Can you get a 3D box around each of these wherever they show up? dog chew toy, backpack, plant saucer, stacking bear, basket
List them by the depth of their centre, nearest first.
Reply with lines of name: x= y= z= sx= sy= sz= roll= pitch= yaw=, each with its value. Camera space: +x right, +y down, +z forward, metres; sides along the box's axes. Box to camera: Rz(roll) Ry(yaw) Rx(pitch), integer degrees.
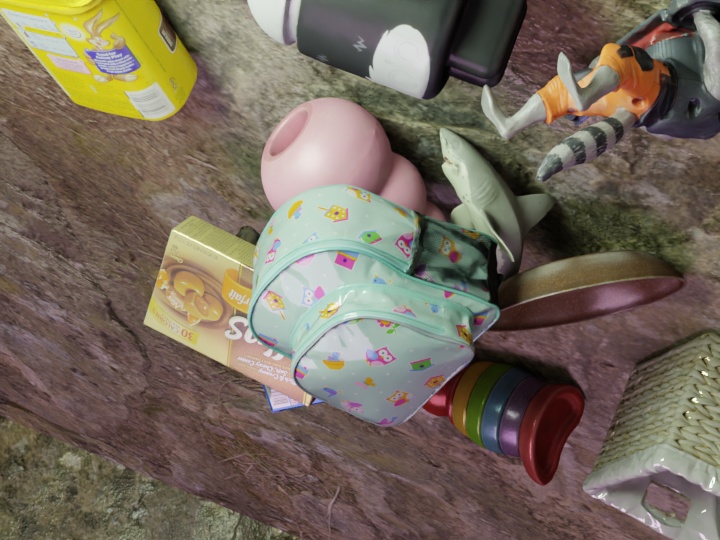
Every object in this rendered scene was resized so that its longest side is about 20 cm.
backpack: x=0.002 y=0.027 z=1.229 sx=0.198 sy=0.154 sz=0.176 roll=28 pitch=135 yaw=-16
dog chew toy: x=0.003 y=-0.066 z=1.319 sx=0.200 sy=0.125 sz=0.124 roll=40 pitch=155 yaw=-26
plant saucer: x=0.202 y=0.017 z=1.337 sx=0.198 sy=0.037 sz=0.201 roll=-11 pitch=168 yaw=-2
basket: x=0.371 y=0.187 z=1.489 sx=0.196 sy=0.162 sz=0.200 roll=26 pitch=160 yaw=-6
stacking bear: x=0.153 y=0.160 z=1.747 sx=0.198 sy=0.122 sz=0.114 roll=19 pitch=162 yaw=33

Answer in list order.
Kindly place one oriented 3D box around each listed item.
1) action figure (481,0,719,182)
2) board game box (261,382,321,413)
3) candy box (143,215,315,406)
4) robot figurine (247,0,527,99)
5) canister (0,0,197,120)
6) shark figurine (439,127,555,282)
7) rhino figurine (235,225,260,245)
action figure: x=0.184 y=-0.112 z=0.997 sx=0.191 sy=0.106 sz=0.200 roll=-7 pitch=165 yaw=-23
board game box: x=-0.025 y=0.058 z=1.506 sx=0.198 sy=0.045 sz=0.154 roll=-12 pitch=107 yaw=22
candy box: x=-0.114 y=0.041 z=1.472 sx=0.198 sy=0.055 sz=0.117 roll=25 pitch=115 yaw=9
robot figurine: x=0.017 y=-0.198 z=1.006 sx=0.198 sy=0.126 sz=0.151 roll=21 pitch=142 yaw=7
canister: x=-0.244 y=-0.224 z=1.275 sx=0.147 sy=0.087 sz=0.200 roll=14 pitch=159 yaw=24
shark figurine: x=0.140 y=-0.037 z=1.331 sx=0.128 sy=0.089 sz=0.215 roll=51 pitch=167 yaw=35
rhino figurine: x=-0.088 y=-0.020 z=1.589 sx=0.198 sy=0.088 sz=0.060 roll=4 pitch=152 yaw=41
